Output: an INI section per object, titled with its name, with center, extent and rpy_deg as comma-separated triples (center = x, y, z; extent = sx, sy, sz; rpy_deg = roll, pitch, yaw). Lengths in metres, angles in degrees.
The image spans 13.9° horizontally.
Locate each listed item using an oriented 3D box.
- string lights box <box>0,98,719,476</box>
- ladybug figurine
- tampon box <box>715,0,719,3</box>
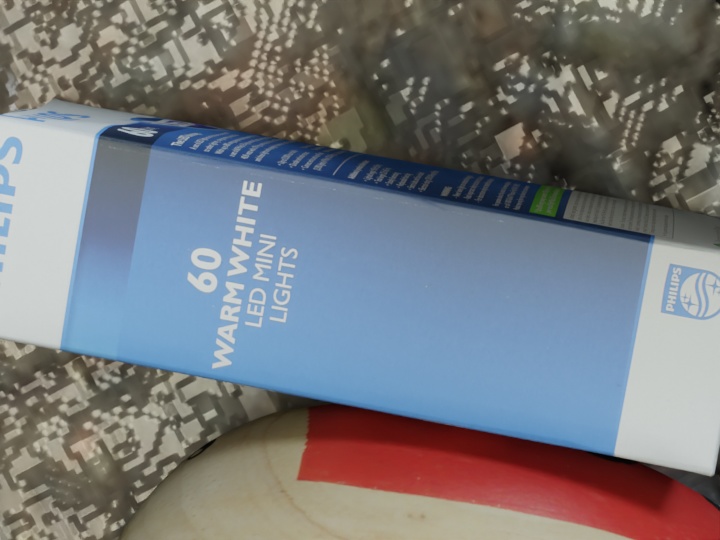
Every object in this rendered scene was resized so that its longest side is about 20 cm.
[string lights box]
center = 0.000, 0.000, 0.780
extent = 0.199, 0.103, 0.059
rpy_deg = 10, 97, 5
[ladybug figurine]
center = 0.033, 0.087, 0.785
extent = 0.199, 0.136, 0.072
rpy_deg = 15, 60, -3
[tampon box]
center = 0.140, -0.142, 0.699
extent = 0.125, 0.200, 0.151
rpy_deg = -3, 95, 7
